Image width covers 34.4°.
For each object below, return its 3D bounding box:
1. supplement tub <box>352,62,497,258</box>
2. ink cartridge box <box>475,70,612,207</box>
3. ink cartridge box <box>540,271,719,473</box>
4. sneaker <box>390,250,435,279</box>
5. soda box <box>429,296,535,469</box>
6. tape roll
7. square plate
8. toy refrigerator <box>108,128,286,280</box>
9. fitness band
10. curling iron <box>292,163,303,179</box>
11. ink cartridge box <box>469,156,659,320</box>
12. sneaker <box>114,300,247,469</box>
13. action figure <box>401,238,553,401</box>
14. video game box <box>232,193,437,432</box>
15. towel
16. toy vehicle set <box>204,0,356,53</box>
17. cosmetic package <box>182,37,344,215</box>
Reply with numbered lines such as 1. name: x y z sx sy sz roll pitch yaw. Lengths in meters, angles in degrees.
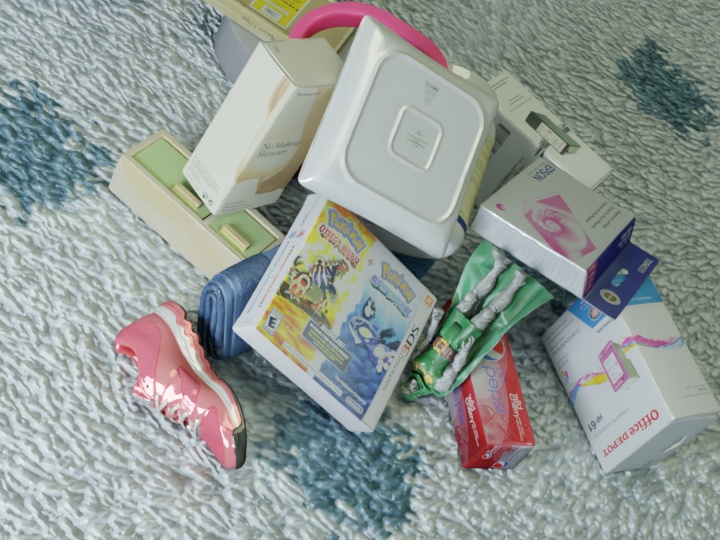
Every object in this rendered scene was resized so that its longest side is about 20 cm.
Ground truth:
1. supplement tub: 0.076 -0.130 1.371 0.145 0.145 0.200 23 73 -11
2. ink cartridge box: 0.212 -0.141 1.558 0.200 0.146 0.084 45 45 8
3. ink cartridge box: 0.323 0.124 1.409 0.085 0.145 0.200 -5 58 -31
4. sneaker: 0.052 -0.081 1.472 0.076 0.081 0.200 -2 77 -17
5. soda box: 0.140 0.130 1.363 0.070 0.063 0.200 6 52 -25
6. tape roll: -0.093 -0.302 1.573 0.200 0.066 0.200 15 50 -18
7. square plate: 0.052 -0.141 1.245 0.200 0.028 0.198 27 79 -29
8. toy refrigerator: -0.185 -0.067 1.335 0.200 0.070 0.076 42 46 6
9. fitness band: 0.007 -0.234 1.323 0.200 0.037 0.144 39 66 24
10. curling iron: -0.094 -0.113 1.450 0.200 0.026 0.050 -8 57 -33
11. ink cartridge box: 0.255 -0.045 1.387 0.200 0.043 0.196 33 34 14
12. sneaker: -0.187 0.129 1.194 0.087 0.074 0.200 -23 64 -24
13. action figure: 0.113 0.071 1.322 0.055 0.200 0.118 27 14 -48
14. video game box: -0.021 0.047 1.263 0.200 0.047 0.182 44 57 -31
15. towel: -0.094 0.019 1.288 0.200 0.112 0.049 -25 48 -38
16. toy vehicle set: -0.107 -0.349 1.538 0.200 0.027 0.124 34 46 -1
17. cosmetic package: -0.101 -0.157 1.274 0.105 0.200 0.071 -17 63 -46
